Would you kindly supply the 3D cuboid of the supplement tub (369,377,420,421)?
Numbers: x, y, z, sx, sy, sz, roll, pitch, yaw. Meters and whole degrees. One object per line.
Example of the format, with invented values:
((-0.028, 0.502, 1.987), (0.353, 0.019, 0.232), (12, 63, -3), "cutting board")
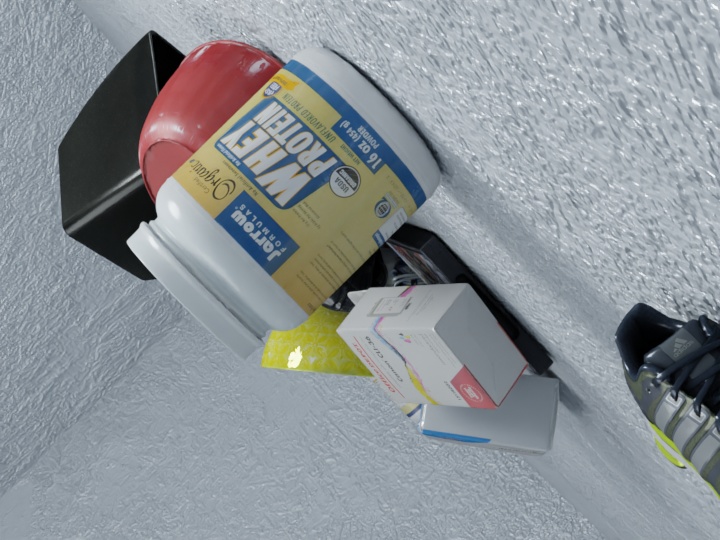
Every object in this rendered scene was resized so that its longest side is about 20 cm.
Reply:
((0.108, 0.235, 3.016), (0.200, 0.144, 0.144), (45, 177, 1), "supplement tub")

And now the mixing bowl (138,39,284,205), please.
((-0.132, -0.102, 1.207), (0.200, 0.108, 0.200), (22, 132, 27), "mixing bowl")

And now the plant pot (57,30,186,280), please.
((-0.224, -0.105, 1.439), (0.200, 0.177, 0.200), (37, -149, -46), "plant pot")

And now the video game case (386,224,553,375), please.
((0.107, 0.026, 1.374), (0.181, 0.026, 0.200), (46, 177, -12), "video game case")

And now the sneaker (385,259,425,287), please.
((0.055, 0.033, 1.504), (0.077, 0.085, 0.200), (4, -167, -5), "sneaker")

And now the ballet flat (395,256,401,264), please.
((0.095, 0.062, 1.620), (0.200, 0.072, 0.072), (44, 177, 26), "ballet flat")

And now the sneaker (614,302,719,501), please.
((0.176, 0.068, 0.625), (0.081, 0.074, 0.200), (49, 174, -16), "sneaker")

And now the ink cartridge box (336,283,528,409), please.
((0.059, 0.078, 1.330), (0.200, 0.068, 0.116), (-4, 131, 54), "ink cartridge box")

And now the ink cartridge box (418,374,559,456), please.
((0.148, 0.163, 1.497), (0.146, 0.086, 0.200), (8, 173, 6), "ink cartridge box")

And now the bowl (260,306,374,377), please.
((-0.022, 0.077, 1.630), (0.200, 0.108, 0.200), (4, 176, 0), "bowl")

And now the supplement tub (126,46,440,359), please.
((-0.056, -0.048, 0.946), (0.145, 0.200, 0.145), (45, 177, 3), "supplement tub")

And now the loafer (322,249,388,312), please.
((0.000, 0.000, 1.576), (0.070, 0.068, 0.201), (27, -154, 2), "loafer")

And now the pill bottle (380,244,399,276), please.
((-0.033, -0.024, 1.772), (0.200, 0.112, 0.112), (43, 176, 37), "pill bottle")
